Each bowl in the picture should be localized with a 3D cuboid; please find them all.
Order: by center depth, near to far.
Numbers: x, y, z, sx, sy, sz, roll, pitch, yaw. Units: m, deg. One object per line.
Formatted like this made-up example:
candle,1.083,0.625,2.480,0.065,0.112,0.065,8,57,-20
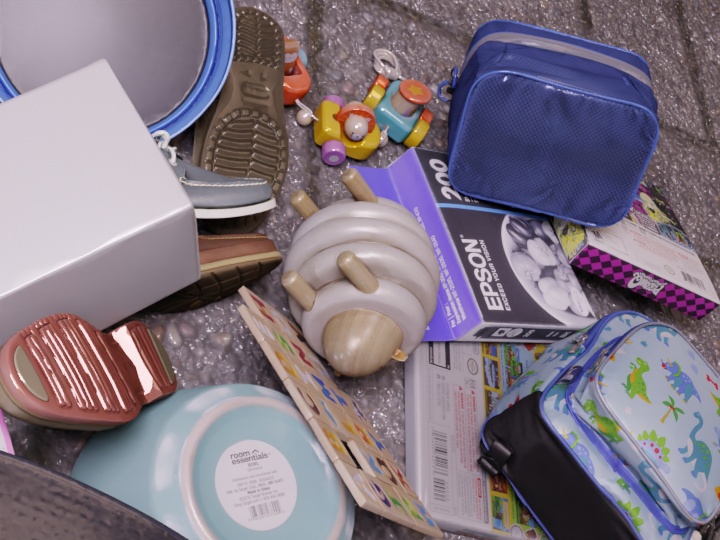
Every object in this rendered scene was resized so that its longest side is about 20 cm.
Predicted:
bowl,-0.082,0.156,0.661,0.200,0.105,0.202,18,54,-27
bowl,-0.196,-0.189,0.774,0.199,0.039,0.202,-1,94,-18

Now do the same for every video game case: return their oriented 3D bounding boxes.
video game case,0.117,0.135,0.872,0.181,0.023,0.201,19,52,-25
video game case,0.269,-0.051,1.050,0.199,0.036,0.182,20,39,-31

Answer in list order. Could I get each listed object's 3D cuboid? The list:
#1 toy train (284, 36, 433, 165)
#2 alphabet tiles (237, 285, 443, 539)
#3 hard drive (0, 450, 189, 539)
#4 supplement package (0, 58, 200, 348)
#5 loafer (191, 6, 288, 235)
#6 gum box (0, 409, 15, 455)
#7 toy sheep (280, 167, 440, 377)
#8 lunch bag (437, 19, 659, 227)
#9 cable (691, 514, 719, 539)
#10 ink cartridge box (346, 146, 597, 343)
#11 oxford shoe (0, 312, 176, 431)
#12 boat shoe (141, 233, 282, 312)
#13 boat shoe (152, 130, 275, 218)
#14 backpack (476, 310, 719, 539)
toy train,-0.009,-0.178,0.953,0.199,0.056,0.151,-11,68,-39
alphabet tiles,-0.019,0.100,0.727,0.200,0.008,0.167,55,5,29
hard drive,-0.176,0.152,0.480,0.199,0.042,0.136,27,50,-19
supplement package,-0.212,-0.017,0.613,0.199,0.117,0.117,-28,72,-17
loafer,-0.102,-0.120,0.848,0.076,0.067,0.202,15,71,-22
gum box,-0.217,0.178,0.542,0.066,0.113,0.201,-8,67,-38
toy sheep,0.000,0.000,0.801,0.137,0.138,0.201,26,45,-20
lunch bag,0.168,-0.143,0.936,0.198,0.137,0.133,16,37,-1
cable,0.319,0.242,0.926,0.199,0.050,0.098,-16,67,-39
ink cartridge box,0.103,-0.024,0.931,0.199,0.043,0.199,3,53,-33
oxford shoe,-0.174,0.073,0.603,0.071,0.073,0.200,62,6,10
boat shoe,-0.147,-0.008,0.738,0.199,0.072,0.068,-11,71,-37
boat shoe,-0.158,-0.072,0.740,0.198,0.073,0.062,2,97,-16
backpack,0.224,0.131,0.836,0.183,0.147,0.200,50,43,-1
